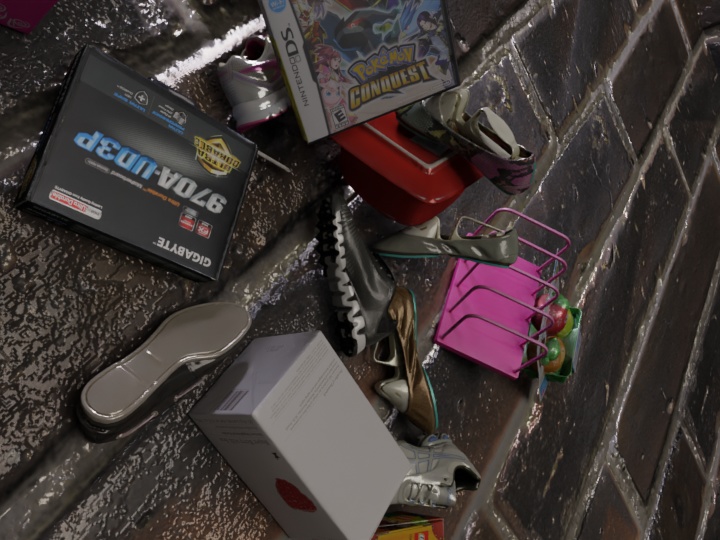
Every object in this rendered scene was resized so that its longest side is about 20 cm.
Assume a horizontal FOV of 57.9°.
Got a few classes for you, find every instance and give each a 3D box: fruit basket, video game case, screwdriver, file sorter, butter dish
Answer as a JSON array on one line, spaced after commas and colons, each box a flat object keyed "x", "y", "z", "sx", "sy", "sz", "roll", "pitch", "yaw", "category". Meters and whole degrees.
[{"x": 0.319, "y": 0.096, "z": 1.073, "sx": 0.201, "sy": 0.093, "sz": 0.187, "roll": 74, "pitch": 32, "yaw": -54, "category": "fruit basket"}, {"x": 0.003, "y": -0.256, "z": 0.712, "sx": 0.198, "sy": 0.026, "sz": 0.182, "roll": -22, "pitch": 124, "yaw": -6, "category": "video game case"}, {"x": -0.152, "y": -0.157, "z": 0.729, "sx": 0.199, "sy": 0.029, "sz": 0.028, "roll": 24, "pitch": 65, "yaw": -34, "category": "screwdriver"}, {"x": 0.218, "y": 0.030, "z": 0.966, "sx": 0.138, "sy": 0.126, "sz": 0.201, "roll": 25, "pitch": 61, "yaw": -6, "category": "file sorter"}, {"x": 0.060, "y": -0.132, "z": 0.872, "sx": 0.199, "sy": 0.149, "sz": 0.199, "roll": 37, "pitch": 46, "yaw": 20, "category": "butter dish"}]

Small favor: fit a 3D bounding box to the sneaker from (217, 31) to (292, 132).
[{"x": -0.090, "y": -0.247, "z": 0.777, "sx": 0.200, "sy": 0.081, "sz": 0.089, "roll": -47, "pitch": 116, "yaw": -41, "category": "sneaker"}]

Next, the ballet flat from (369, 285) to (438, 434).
[{"x": 0.049, "y": 0.122, "z": 0.864, "sx": 0.072, "sy": 0.068, "sz": 0.202, "roll": -9, "pitch": 88, "yaw": -25, "category": "ballet flat"}]

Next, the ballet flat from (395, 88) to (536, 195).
[{"x": 0.127, "y": -0.168, "z": 0.771, "sx": 0.200, "sy": 0.072, "sz": 0.069, "roll": 40, "pitch": 50, "yaw": 22, "category": "ballet flat"}]

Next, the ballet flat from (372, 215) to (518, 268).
[{"x": 0.116, "y": -0.045, "z": 0.888, "sx": 0.067, "sy": 0.197, "sz": 0.064, "roll": -73, "pitch": 169, "yaw": -79, "category": "ballet flat"}]

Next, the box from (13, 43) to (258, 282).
[{"x": -0.210, "y": -0.096, "z": 0.643, "sx": 0.199, "sy": 0.046, "sz": 0.161, "roll": 28, "pitch": 68, "yaw": -38, "category": "box"}]

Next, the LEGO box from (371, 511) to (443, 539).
[{"x": 0.028, "y": 0.402, "z": 0.770, "sx": 0.148, "sy": 0.077, "sz": 0.202, "roll": 12, "pitch": 74, "yaw": -43, "category": "LEGO box"}]

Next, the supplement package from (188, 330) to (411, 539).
[{"x": -0.059, "y": 0.182, "z": 0.695, "sx": 0.201, "sy": 0.121, "sz": 0.120, "roll": 57, "pitch": 48, "yaw": -20, "category": "supplement package"}]

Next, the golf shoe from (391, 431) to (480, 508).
[{"x": 0.075, "y": 0.263, "z": 0.821, "sx": 0.199, "sy": 0.097, "sz": 0.079, "roll": -7, "pitch": 116, "yaw": -43, "category": "golf shoe"}]

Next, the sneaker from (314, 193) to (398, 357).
[{"x": 0.000, "y": 0.000, "z": 0.817, "sx": 0.090, "sy": 0.066, "sz": 0.202, "roll": -14, "pitch": 96, "yaw": -25, "category": "sneaker"}]

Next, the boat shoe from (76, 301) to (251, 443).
[{"x": -0.189, "y": 0.094, "z": 0.638, "sx": 0.067, "sy": 0.057, "sz": 0.200, "roll": 40, "pitch": 42, "yaw": 12, "category": "boat shoe"}]

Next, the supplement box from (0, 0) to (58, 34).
[{"x": -0.307, "y": -0.330, "z": 0.560, "sx": 0.101, "sy": 0.103, "sz": 0.202, "roll": 14, "pitch": 71, "yaw": -44, "category": "supplement box"}]
